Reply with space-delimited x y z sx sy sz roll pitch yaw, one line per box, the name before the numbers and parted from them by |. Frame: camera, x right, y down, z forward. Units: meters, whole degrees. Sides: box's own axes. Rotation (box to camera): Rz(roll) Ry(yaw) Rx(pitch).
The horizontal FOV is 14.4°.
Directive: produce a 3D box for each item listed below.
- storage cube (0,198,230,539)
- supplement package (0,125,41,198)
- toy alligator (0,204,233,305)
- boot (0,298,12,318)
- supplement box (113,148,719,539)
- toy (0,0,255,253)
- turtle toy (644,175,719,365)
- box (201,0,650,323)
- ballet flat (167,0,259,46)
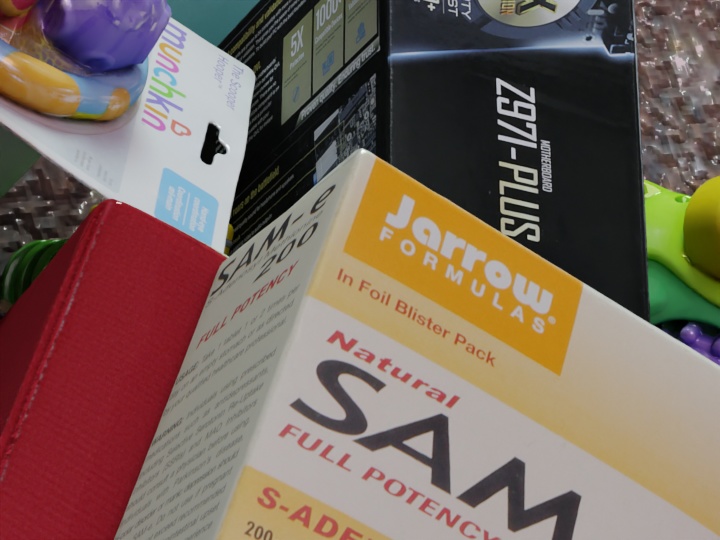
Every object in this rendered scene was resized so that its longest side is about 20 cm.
storage cube | -0.055 0.119 0.743 0.200 0.171 0.180 30 55 -15
supplement package | -0.153 -0.127 0.900 0.117 0.117 0.200 14 61 -26
toy alligator | -0.066 0.009 0.839 0.054 0.200 0.059 16 84 -25
boot | -0.140 -0.009 0.802 0.138 0.200 0.078 28 71 -19
supplement box | 0.007 0.090 0.641 0.126 0.074 0.200 30 53 -16
toy | -0.104 -0.095 0.784 0.200 0.047 0.115 32 29 -15
turtle toy | 0.110 0.024 0.978 0.200 0.146 0.101 22 79 -18
box | 0.000 0.000 0.875 0.086 0.200 0.164 12 61 -24
ballet flat | -0.060 -0.150 0.979 0.069 0.071 0.200 -11 109 -22
